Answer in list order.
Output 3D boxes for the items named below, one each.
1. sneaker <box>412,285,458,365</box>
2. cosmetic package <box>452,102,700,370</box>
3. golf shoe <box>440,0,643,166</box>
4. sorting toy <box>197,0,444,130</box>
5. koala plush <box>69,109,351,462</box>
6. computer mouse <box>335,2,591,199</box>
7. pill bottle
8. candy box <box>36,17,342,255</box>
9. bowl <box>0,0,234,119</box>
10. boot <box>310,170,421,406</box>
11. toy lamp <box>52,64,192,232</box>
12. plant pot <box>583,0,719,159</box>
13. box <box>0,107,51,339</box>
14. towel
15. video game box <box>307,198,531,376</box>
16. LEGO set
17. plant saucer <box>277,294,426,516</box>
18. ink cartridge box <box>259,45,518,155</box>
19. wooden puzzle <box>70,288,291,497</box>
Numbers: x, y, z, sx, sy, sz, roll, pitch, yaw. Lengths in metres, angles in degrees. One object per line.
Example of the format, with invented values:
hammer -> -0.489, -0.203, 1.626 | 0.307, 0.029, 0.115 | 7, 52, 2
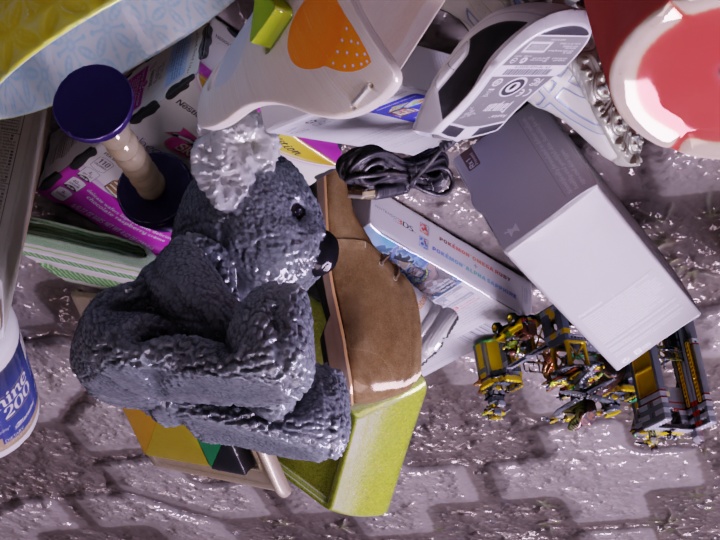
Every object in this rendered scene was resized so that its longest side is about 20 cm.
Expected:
sneaker -> 0.000, 0.059, 1.272 | 0.080, 0.074, 0.200 | 41, 138, -7
cosmetic package -> 0.160, -0.023, 1.137 | 0.090, 0.107, 0.200 | -34, 139, 9
golf shoe -> 0.126, -0.143, 1.042 | 0.097, 0.078, 0.200 | -8, 136, 37
sorting toy -> -0.028, -0.162, 0.946 | 0.107, 0.200, 0.180 | 43, 135, -13
koala plush -> -0.088, 0.001, 1.038 | 0.183, 0.201, 0.177 | 7, 156, 14
computer mouse -> 0.069, -0.113, 0.980 | 0.109, 0.044, 0.200 | -5, 151, -44
pill bottle -> -0.352, 0.078, 1.367 | 0.110, 0.111, 0.200 | 4, 145, 2
candy box -> -0.127, -0.089, 1.148 | 0.136, 0.061, 0.200 | 31, 137, -32
bowl -> -0.172, -0.188, 0.954 | 0.200, 0.200, 0.108 | -30, 90, 39
boot -> 0.000, 0.000, 1.170 | 0.075, 0.201, 0.074 | -9, 177, -4
toy lamp -> -0.151, -0.074, 1.037 | 0.058, 0.058, 0.200 | 1, 162, 6
plant pot -> 0.211, -0.175, 0.883 | 0.199, 0.178, 0.201 | 3, 145, 2
box -> -0.279, -0.059, 1.088 | 0.095, 0.201, 0.078 | 9, 145, -5
towel -> -0.202, -0.008, 1.219 | 0.152, 0.023, 0.200 | 13, 169, 14
video game box -> 0.012, 0.026, 1.305 | 0.182, 0.047, 0.200 | 28, 139, -31
LEGO set -> 0.197, 0.105, 1.287 | 0.199, 0.116, 0.154 | 12, 150, -39
plant saucer -> -0.054, 0.106, 1.267 | 0.199, 0.048, 0.200 | 34, 142, 17
ink cartridge box -> 0.025, -0.117, 1.063 | 0.099, 0.039, 0.200 | -19, 168, 29
wooden puzzle -> -0.157, 0.105, 1.298 | 0.200, 0.037, 0.186 | 7, 127, 46
